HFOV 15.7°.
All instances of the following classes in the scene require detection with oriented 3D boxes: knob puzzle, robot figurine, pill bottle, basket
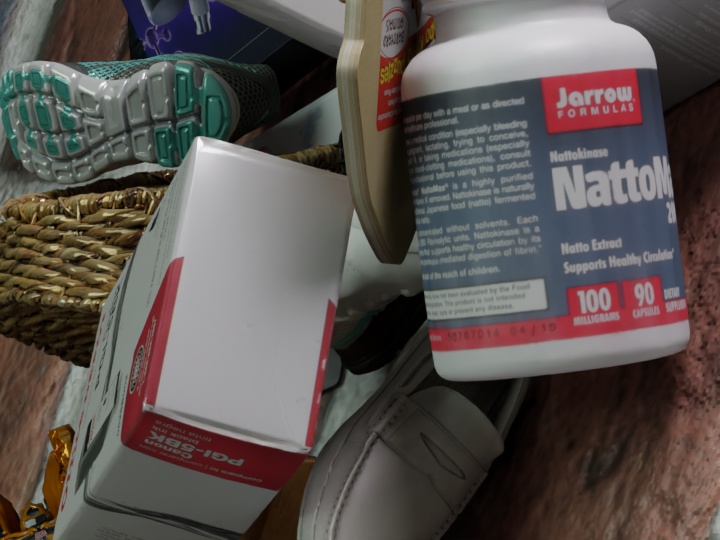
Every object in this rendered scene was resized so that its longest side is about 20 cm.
[{"bbox_3d":[0.011,-0.102,1.232,0.030,0.220,0.220,6,66,14],"label":"knob puzzle"},{"bbox_3d":[-0.189,0.158,1.548,0.145,0.058,0.200,-22,19,-9],"label":"robot figurine"},{"bbox_3d":[0.081,-0.055,1.198,0.120,0.120,0.200,-6,92,57],"label":"pill bottle"},{"bbox_3d":[-0.126,-0.024,1.518,0.200,0.143,0.149,-2,67,57],"label":"basket"}]

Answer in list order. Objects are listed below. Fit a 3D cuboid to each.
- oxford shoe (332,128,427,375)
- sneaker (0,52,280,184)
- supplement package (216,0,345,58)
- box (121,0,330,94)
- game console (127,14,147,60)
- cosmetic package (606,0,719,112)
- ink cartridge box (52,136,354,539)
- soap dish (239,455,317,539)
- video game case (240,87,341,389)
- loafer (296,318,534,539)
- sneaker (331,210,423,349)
[{"bbox_3d":[0.014,-0.043,1.415,0.073,0.084,0.200,-3,67,56],"label":"oxford shoe"},{"bbox_3d":[-0.130,-0.095,1.570,0.200,0.091,0.078,5,106,38],"label":"sneaker"},{"bbox_3d":[-0.002,-0.223,1.396,0.200,0.120,0.121,-65,12,-2],"label":"supplement package"},{"bbox_3d":[-0.057,-0.196,1.592,0.200,0.079,0.141,-34,79,43],"label":"box"},{"bbox_3d":[-0.149,-0.259,1.814,0.172,0.119,0.200,-45,34,31],"label":"game console"},{"bbox_3d":[0.131,-0.139,1.297,0.200,0.090,0.107,-32,43,48],"label":"cosmetic package"},{"bbox_3d":[-0.078,0.049,1.260,0.200,0.083,0.147,126,156,-59],"label":"ink cartridge box"},{"bbox_3d":[-0.069,0.166,1.387,0.200,0.081,0.157,-1,67,60],"label":"soap dish"},{"bbox_3d":[-0.061,0.001,1.562,0.182,0.024,0.200,-28,45,47],"label":"video game case"},{"bbox_3d":[0.031,0.081,1.254,0.070,0.070,0.200,-29,24,46],"label":"loafer"},{"bbox_3d":[0.000,0.000,1.350,0.200,0.075,0.089,5,104,34],"label":"sneaker"}]
